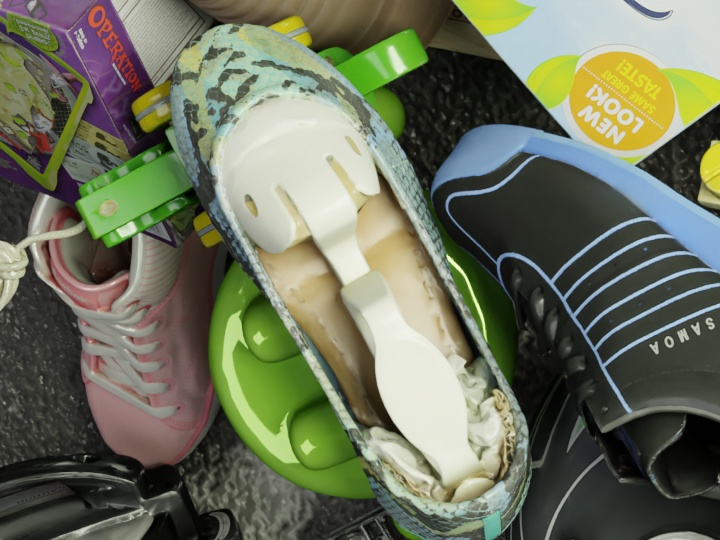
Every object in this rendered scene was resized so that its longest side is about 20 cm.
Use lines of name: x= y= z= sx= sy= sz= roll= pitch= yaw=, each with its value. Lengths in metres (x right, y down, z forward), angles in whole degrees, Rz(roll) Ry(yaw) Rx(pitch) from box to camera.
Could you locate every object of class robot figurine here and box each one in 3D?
robot figurine: x=0.003 y=0.024 z=0.996 sx=0.115 sy=0.200 sz=0.176 roll=-25 pitch=92 yaw=4

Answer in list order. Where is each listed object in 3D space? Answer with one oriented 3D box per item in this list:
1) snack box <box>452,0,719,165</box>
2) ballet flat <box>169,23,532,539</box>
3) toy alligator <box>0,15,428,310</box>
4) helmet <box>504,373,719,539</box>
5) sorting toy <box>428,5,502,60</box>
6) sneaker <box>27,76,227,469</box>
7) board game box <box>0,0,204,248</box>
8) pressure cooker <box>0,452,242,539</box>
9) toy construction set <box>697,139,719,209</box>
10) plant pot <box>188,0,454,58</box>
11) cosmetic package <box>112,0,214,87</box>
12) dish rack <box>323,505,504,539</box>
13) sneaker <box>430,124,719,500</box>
snack box: x=0.082 y=-0.156 z=0.813 sx=0.168 sy=0.068 sz=0.200 roll=-36 pitch=99 yaw=29
ballet flat: x=0.000 y=0.000 z=0.861 sx=0.074 sy=0.074 sz=0.200 roll=-35 pitch=86 yaw=39
toy alligator: x=-0.060 y=-0.039 z=0.941 sx=0.199 sy=0.054 sz=0.059 roll=-28 pitch=91 yaw=16
helmet: x=0.150 y=0.084 z=0.906 sx=0.190 sy=0.200 sz=0.201 roll=9 pitch=115 yaw=28
sorting toy: x=0.119 y=-0.168 z=0.903 sx=0.199 sy=0.070 sz=0.200 roll=14 pitch=117 yaw=30
sneaker: x=-0.105 y=0.013 z=1.114 sx=0.075 sy=0.105 sz=0.201 roll=26 pitch=123 yaw=21
board game box: x=-0.155 y=-0.083 z=1.017 sx=0.199 sy=0.032 sz=0.120 roll=21 pitch=154 yaw=36
pressure cooker: x=-0.137 y=0.181 z=1.153 sx=0.178 sy=0.176 sz=0.201 roll=-5 pitch=115 yaw=41
toy construction set: x=0.216 y=-0.018 z=0.794 sx=0.200 sy=0.092 sz=0.131 roll=39 pitch=93 yaw=14
plant pot: x=-0.044 y=-0.167 z=0.949 sx=0.201 sy=0.092 sz=0.202 roll=39 pitch=135 yaw=54
cosmetic package: x=-0.150 y=-0.108 z=1.066 sx=0.083 sy=0.051 sz=0.200 roll=48 pitch=156 yaw=-24
dish rack: x=0.080 y=0.139 z=1.073 sx=0.200 sy=0.054 sz=0.154 roll=-30 pitch=90 yaw=41
sneaker: x=0.086 y=0.021 z=0.816 sx=0.200 sy=0.078 sz=0.070 roll=29 pitch=158 yaw=36
